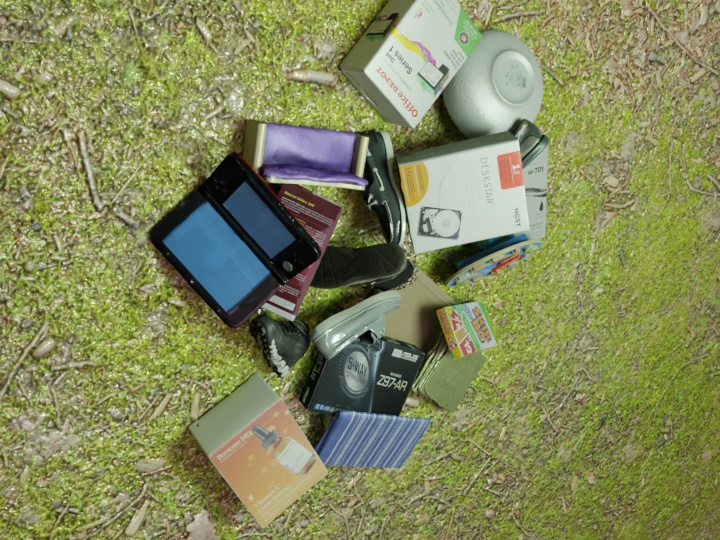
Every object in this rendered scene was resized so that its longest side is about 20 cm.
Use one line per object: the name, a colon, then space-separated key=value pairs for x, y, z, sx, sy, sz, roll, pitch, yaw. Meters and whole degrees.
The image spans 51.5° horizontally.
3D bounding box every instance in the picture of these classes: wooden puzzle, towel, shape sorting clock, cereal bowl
wooden puzzle: x=0.086 y=0.098 z=1.432 sx=0.200 sy=0.037 sz=0.186 roll=39 pitch=85 yaw=-32
towel: x=0.178 y=0.200 z=1.495 sx=0.149 sy=0.036 sz=0.200 roll=-56 pitch=143 yaw=-2
shape sorting clock: x=0.254 y=-0.011 z=1.416 sx=0.198 sy=0.200 sz=0.040 roll=-14 pitch=72 yaw=-28
cereal bowl: x=0.244 y=-0.326 z=1.306 sx=0.197 sy=0.083 sz=0.203 roll=2 pitch=86 yaw=-26
towel: x=0.019 y=0.317 z=1.402 sx=0.198 sy=0.024 sz=0.146 roll=11 pitch=124 yaw=-28

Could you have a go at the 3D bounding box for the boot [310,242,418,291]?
boot: x=0.000 y=0.000 z=1.295 sx=0.150 sy=0.197 sz=0.074 roll=25 pitch=57 yaw=-69

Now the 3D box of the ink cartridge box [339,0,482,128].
ink cartridge box: x=0.084 y=-0.359 z=1.228 sx=0.145 sy=0.084 sz=0.201 roll=40 pitch=85 yaw=-36

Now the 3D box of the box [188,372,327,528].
box: x=-0.175 y=0.312 z=1.295 sx=0.152 sy=0.106 sz=0.201 roll=-37 pitch=124 yaw=-15

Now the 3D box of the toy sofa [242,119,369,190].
toy sofa: x=-0.080 y=-0.183 z=1.179 sx=0.198 sy=0.097 sz=0.084 roll=1 pitch=106 yaw=-32

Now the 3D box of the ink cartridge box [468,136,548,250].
ink cartridge box: x=0.277 y=-0.153 z=1.427 sx=0.145 sy=0.086 sz=0.203 roll=-15 pitch=116 yaw=-25

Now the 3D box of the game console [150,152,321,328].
game console: x=-0.187 y=-0.040 z=1.112 sx=0.200 sy=0.172 sz=0.119 roll=48 pitch=52 yaw=-8

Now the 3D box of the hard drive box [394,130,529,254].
hard drive box: x=0.168 y=-0.130 z=1.243 sx=0.197 sy=0.077 sz=0.158 roll=-13 pitch=109 yaw=2

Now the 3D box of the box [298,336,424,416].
box: x=0.005 y=0.194 z=1.372 sx=0.198 sy=0.043 sz=0.162 roll=20 pitch=97 yaw=-31

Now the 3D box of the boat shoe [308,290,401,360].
boat shoe: x=0.003 y=0.097 z=1.281 sx=0.199 sy=0.070 sz=0.072 roll=-24 pitch=78 yaw=-37

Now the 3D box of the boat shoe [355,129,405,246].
boat shoe: x=0.028 y=-0.136 z=1.251 sx=0.059 sy=0.076 sz=0.203 roll=-7 pitch=74 yaw=-21

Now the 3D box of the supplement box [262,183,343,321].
supplement box: x=-0.116 y=-0.034 z=1.210 sx=0.108 sy=0.061 sz=0.202 roll=25 pitch=94 yaw=-8

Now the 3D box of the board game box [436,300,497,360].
board game box: x=0.212 y=0.112 z=1.444 sx=0.199 sy=0.030 sz=0.097 roll=-2 pitch=71 yaw=-61

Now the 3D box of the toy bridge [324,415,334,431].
toy bridge: x=-0.033 y=0.275 z=1.421 sx=0.066 sy=0.027 sz=0.203 roll=0 pitch=106 yaw=-31

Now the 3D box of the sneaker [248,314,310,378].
sneaker: x=-0.127 y=0.107 z=1.234 sx=0.090 sy=0.067 sz=0.201 roll=-38 pitch=157 yaw=-14

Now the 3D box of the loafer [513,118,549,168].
loafer: x=0.236 y=-0.179 z=1.308 sx=0.200 sy=0.072 sz=0.063 roll=-43 pitch=98 yaw=14
